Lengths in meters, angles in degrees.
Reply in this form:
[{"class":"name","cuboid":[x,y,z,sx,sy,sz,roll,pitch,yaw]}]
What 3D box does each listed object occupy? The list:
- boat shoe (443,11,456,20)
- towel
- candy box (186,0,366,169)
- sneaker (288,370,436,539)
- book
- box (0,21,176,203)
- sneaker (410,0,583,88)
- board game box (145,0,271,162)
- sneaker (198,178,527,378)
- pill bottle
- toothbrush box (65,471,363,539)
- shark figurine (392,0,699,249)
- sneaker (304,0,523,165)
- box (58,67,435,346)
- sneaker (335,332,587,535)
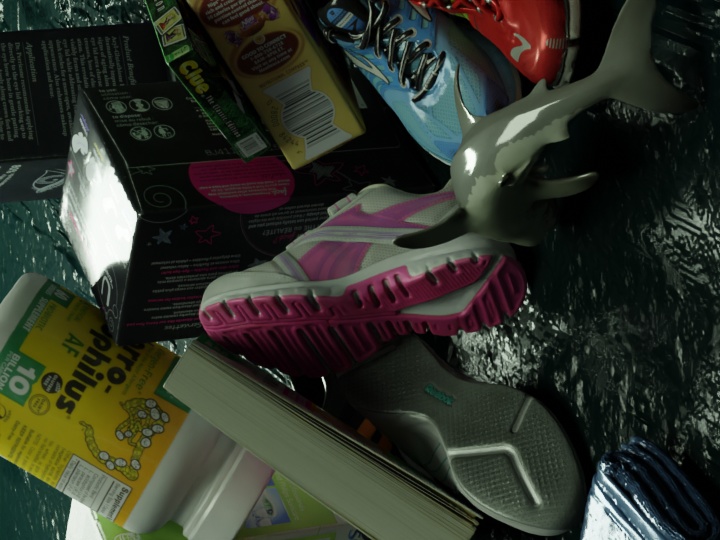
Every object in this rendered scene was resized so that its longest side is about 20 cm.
[{"class":"boat shoe","cuboid":[-0.004,-0.184,1.802,0.201,0.063,0.074,46,134,49]},{"class":"towel","cuboid":[0.154,0.200,1.556,0.112,0.048,0.201,-128,39,-51]},{"class":"candy box","cuboid":[-0.070,-0.172,1.720,0.200,0.056,0.117,56,-170,-33]},{"class":"sneaker","cuboid":[-0.006,0.127,1.841,0.070,0.090,0.201,-41,57,50]},{"class":"book","cuboid":[-0.023,0.108,1.737,0.048,0.200,0.134,-57,1,2]},{"class":"box","cuboid":[-0.256,-0.118,2.229,0.148,0.199,0.105,150,112,-64]},{"class":"sneaker","cuboid":[0.061,-0.160,1.627,0.200,0.085,0.077,-128,37,-50]},{"class":"board game box","cuboid":[-0.108,-0.165,1.738,0.105,0.023,0.200,55,-169,-49]},{"class":"sneaker","cuboid":[0.000,0.000,1.727,0.081,0.199,0.088,69,-167,-48]},{"class":"pill bottle","cuboid":[-0.153,0.096,1.824,0.113,0.200,0.113,-59,2,3]},{"class":"toothbrush box","cuboid":[-0.093,0.198,1.934,0.086,0.199,0.146,-119,31,-41]},{"class":"shark figurine","cuboid":[0.081,-0.081,1.542,0.215,0.128,0.090,126,130,-58]},{"class":"sneaker","cuboid":[0.014,-0.133,1.677,0.078,0.090,0.200,-54,56,20]},{"class":"box","cuboid":[-0.075,-0.043,1.829,0.132,0.199,0.115,-119,33,-42]},{"class":"sneaker","cuboid":[0.071,0.102,1.712,0.200,0.070,0.080,36,169,43]}]
